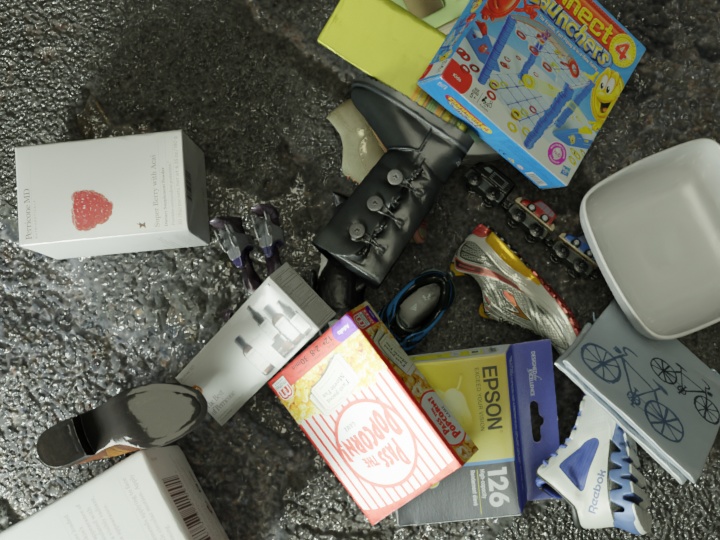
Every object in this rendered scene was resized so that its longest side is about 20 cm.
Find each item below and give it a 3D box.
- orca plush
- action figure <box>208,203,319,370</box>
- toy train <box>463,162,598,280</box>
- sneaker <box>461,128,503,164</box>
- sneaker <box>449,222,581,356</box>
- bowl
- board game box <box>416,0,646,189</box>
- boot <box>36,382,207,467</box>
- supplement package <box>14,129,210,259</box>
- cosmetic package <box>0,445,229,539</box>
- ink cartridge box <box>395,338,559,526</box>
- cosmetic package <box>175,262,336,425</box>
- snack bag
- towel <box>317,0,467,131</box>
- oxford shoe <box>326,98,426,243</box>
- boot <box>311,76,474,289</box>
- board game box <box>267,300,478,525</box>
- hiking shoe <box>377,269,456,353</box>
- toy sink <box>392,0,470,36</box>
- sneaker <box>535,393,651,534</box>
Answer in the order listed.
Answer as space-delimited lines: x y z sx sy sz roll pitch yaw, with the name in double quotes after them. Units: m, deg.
0.000 0.000 1.178 0.071 0.105 0.201 -8 52 31 "orca plush"
-0.113 0.026 1.198 0.129 0.069 0.201 -21 78 10 "action figure"
0.210 -0.061 1.209 0.200 0.034 0.046 41 75 8 "toy train"
0.156 -0.194 1.206 0.199 0.074 0.119 -9 89 -7 "sneaker"
0.187 0.040 1.184 0.082 0.078 0.200 -44 77 9 "sneaker"
0.359 -0.030 1.161 0.199 0.075 0.201 -24 81 -11 "bowl"
0.196 -0.229 1.131 0.200 0.056 0.196 36 78 -20 "board game box"
-0.238 0.169 1.126 0.187 0.200 0.069 -25 84 4 "boot"
-0.292 -0.087 1.201 0.199 0.120 0.122 -6 83 3 "supplement package"
-0.269 0.317 1.127 0.199 0.165 0.165 -30 81 -1 "cosmetic package"
0.128 0.187 1.147 0.199 0.047 0.199 -7 102 5 "ink cartridge box"
-0.123 0.087 1.149 0.083 0.051 0.200 46 121 3 "cosmetic package"
0.322 0.120 1.123 0.188 0.200 0.021 42 129 8 "snack bag"
0.056 -0.244 1.148 0.199 0.018 0.086 32 92 -4 "towel"
0.022 -0.117 1.217 0.074 0.071 0.201 -25 75 15 "oxford shoe"
0.009 -0.101 1.140 0.164 0.066 0.201 32 87 20 "boot"
0.011 0.158 1.104 0.200 0.046 0.151 52 124 7 "board game box"
0.033 0.073 1.175 0.074 0.087 0.200 38 87 7 "hiking shoe"
0.105 -0.335 1.209 0.199 0.112 0.131 -25 83 0 "toy sink"
0.251 0.201 1.128 0.115 0.081 0.200 -16 54 24 "sneaker"
